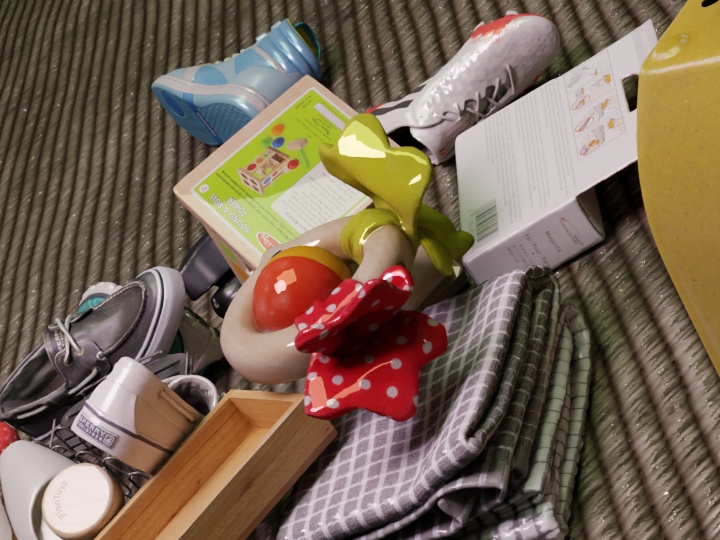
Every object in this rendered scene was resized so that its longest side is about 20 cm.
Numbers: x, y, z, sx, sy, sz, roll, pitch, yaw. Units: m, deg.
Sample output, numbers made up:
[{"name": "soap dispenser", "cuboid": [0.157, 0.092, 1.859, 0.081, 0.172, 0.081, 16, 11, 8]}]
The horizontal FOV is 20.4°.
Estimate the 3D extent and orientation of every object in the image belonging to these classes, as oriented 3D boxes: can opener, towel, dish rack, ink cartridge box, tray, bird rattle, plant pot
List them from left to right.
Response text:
[{"name": "dish rack", "cuboid": [-0.183, 0.143, 1.405, 0.153, 0.055, 0.201, -25, 42, 27]}, {"name": "tray", "cuboid": [-0.108, 0.153, 1.169, 0.200, 0.037, 0.098, -49, 22, -22]}, {"name": "can opener", "cuboid": [-0.059, -0.029, 1.586, 0.200, 0.079, 0.063, -43, 14, -36]}, {"name": "bird rattle", "cuboid": [-0.011, 0.019, 1.184, 0.163, 0.113, 0.201, -21, 38, 34]}, {"name": "towel", "cuboid": [0.043, 0.095, 1.182, 0.165, 0.086, 0.200, -25, 27, 29]}, {"name": "ink cartridge box", "cuboid": [0.149, -0.080, 1.403, 0.173, 0.044, 0.200, -30, 24, 16]}, {"name": "plant pot", "cuboid": [0.258, -0.074, 1.040, 0.194, 0.200, 0.196, -7, 37, 50]}]

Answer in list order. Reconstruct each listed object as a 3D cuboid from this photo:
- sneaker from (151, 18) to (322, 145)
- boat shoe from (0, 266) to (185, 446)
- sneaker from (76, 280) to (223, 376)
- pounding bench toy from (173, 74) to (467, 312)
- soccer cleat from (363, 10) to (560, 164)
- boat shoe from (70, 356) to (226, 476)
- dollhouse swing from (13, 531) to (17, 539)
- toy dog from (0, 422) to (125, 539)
[{"name": "sneaker", "cuboid": [-0.108, -0.186, 1.924, 0.131, 0.080, 0.200, -48, 35, -19]}, {"name": "boat shoe", "cuboid": [-0.207, 0.066, 1.511, 0.200, 0.071, 0.072, -47, 42, 29]}, {"name": "sneaker", "cuboid": [-0.182, 0.061, 1.584, 0.080, 0.077, 0.200, -55, 27, -15]}, {"name": "pounding bench toy", "cuboid": [0.000, 0.000, 1.356, 0.124, 0.156, 0.200, -41, 51, -11]}, {"name": "soccer cleat", "cuboid": [0.075, -0.129, 1.580, 0.199, 0.069, 0.085, -30, 33, 25]}, {"name": "boat shoe", "cuboid": [-0.113, 0.098, 1.283, 0.072, 0.200, 0.066, 28, 88, 31]}, {"name": "dollhouse swing", "cuboid": [-0.349, 0.204, 1.356, 0.200, 0.176, 0.181, -40, -23, 27]}, {"name": "toy dog", "cuboid": [-0.223, 0.154, 1.273, 0.200, 0.132, 0.096, 16, 64, 47]}]
